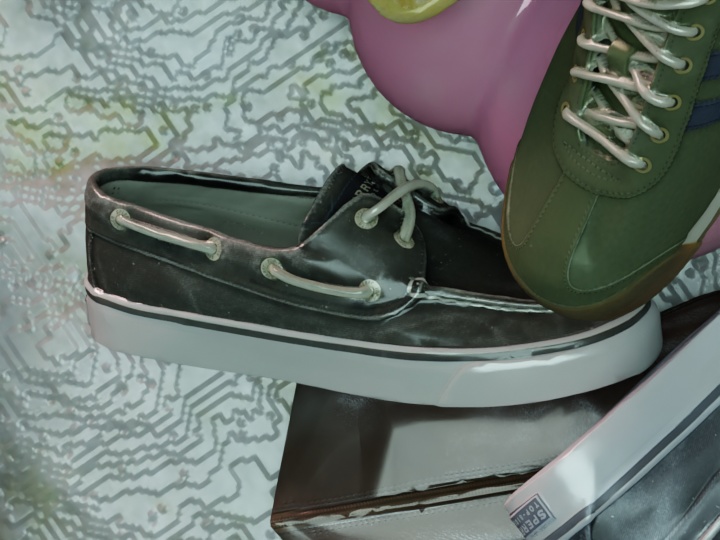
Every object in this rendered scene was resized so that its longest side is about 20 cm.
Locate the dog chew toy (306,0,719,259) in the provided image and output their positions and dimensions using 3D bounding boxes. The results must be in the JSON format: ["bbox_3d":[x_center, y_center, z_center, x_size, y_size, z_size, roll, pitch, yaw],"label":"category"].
[{"bbox_3d":[0.054,-0.090,0.740,0.200,0.125,0.125,33,93,9],"label":"dog chew toy"}]

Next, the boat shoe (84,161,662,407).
[{"bbox_3d":[0.000,0.000,0.747,0.200,0.071,0.064,5,114,15],"label":"boat shoe"}]

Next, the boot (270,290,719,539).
[{"bbox_3d":[0.077,0.107,0.769,0.200,0.064,0.187,-12,78,0],"label":"boot"}]

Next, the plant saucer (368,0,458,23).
[{"bbox_3d":[0.026,-0.207,0.647,0.200,0.048,0.200,-38,111,8],"label":"plant saucer"}]

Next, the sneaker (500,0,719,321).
[{"bbox_3d":[0.082,-0.081,0.619,0.067,0.090,0.200,33,101,27],"label":"sneaker"}]

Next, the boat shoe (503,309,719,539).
[{"bbox_3d":[0.139,0.035,0.712,0.200,0.072,0.068,-39,84,-16],"label":"boat shoe"}]
